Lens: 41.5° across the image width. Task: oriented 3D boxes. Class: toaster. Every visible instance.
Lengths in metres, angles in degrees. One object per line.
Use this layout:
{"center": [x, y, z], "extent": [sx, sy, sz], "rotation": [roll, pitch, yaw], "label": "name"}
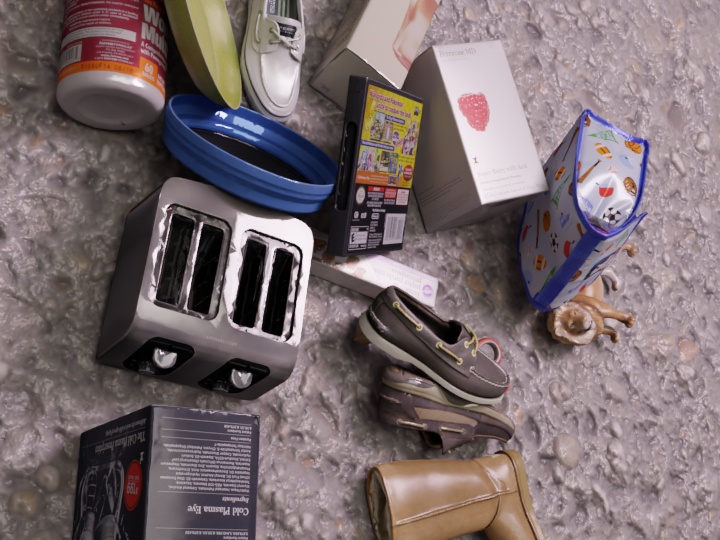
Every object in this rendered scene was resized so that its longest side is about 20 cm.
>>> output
{"center": [-0.151, 0.016, 0.960], "extent": [0.178, 0.118, 0.204], "rotation": [19, 66, -27], "label": "toaster"}

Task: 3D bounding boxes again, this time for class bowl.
{"center": [-0.115, -0.123, 1.001], "extent": [0.198, 0.040, 0.201], "rotation": [24, 20, -9], "label": "bowl"}

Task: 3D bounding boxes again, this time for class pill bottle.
{"center": [-0.251, -0.258, 0.983], "extent": [0.108, 0.109, 0.204], "rotation": [10, 71, -29], "label": "pill bottle"}

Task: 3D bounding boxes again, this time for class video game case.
{"center": [0.019, -0.111, 1.057], "extent": [0.199, 0.025, 0.185], "rotation": [-9, 108, -69], "label": "video game case"}

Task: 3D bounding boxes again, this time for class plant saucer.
{"center": [-0.173, -0.269, 1.015], "extent": [0.030, 0.200, 0.204], "rotation": [-13, 81, 6], "label": "plant saucer"}

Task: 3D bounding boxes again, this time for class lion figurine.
{"center": [0.310, 0.022, 1.293], "extent": [0.121, 0.073, 0.203], "rotation": [19, 51, -13], "label": "lion figurine"}

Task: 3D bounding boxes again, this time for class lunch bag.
{"center": [0.277, -0.065, 1.197], "extent": [0.122, 0.171, 0.202], "rotation": [24, 49, -3], "label": "lunch bag"}

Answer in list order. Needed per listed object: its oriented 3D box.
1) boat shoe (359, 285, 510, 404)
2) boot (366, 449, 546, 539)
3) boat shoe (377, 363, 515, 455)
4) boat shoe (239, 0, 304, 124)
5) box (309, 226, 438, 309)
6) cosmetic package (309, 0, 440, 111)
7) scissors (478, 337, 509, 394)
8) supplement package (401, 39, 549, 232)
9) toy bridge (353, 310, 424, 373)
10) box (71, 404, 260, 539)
{"center": [0.095, 0.085, 1.072], "extent": [0.199, 0.061, 0.072], "rotation": [29, 26, -19], "label": "boat shoe"}
{"center": [0.110, 0.297, 1.082], "extent": [0.197, 0.066, 0.178], "rotation": [-3, 69, -32], "label": "boot"}
{"center": [0.095, 0.172, 1.111], "extent": [0.198, 0.074, 0.074], "rotation": [25, 89, -28], "label": "boat shoe"}
{"center": [-0.100, -0.275, 1.110], "extent": [0.072, 0.066, 0.204], "rotation": [1, 75, -32], "label": "boat shoe"}
{"center": [0.000, 0.000, 1.109], "extent": [0.197, 0.041, 0.039], "rotation": [21, 65, -25], "label": "box"}
{"center": [0.027, -0.299, 1.178], "extent": [0.087, 0.103, 0.202], "rotation": [34, 62, -18], "label": "cosmetic package"}
{"center": [0.099, 0.109, 1.121], "extent": [0.197, 0.014, 0.075], "rotation": [9, 71, -33], "label": "scissors"}
{"center": [0.130, -0.168, 1.193], "extent": [0.120, 0.119, 0.204], "rotation": [-13, 83, -33], "label": "supplement package"}
{"center": [0.084, 0.089, 1.143], "extent": [0.198, 0.027, 0.068], "rotation": [26, 63, -25], "label": "toy bridge"}
{"center": [-0.176, 0.226, 0.832], "extent": [0.103, 0.199, 0.186], "rotation": [9, 70, -31], "label": "box"}
